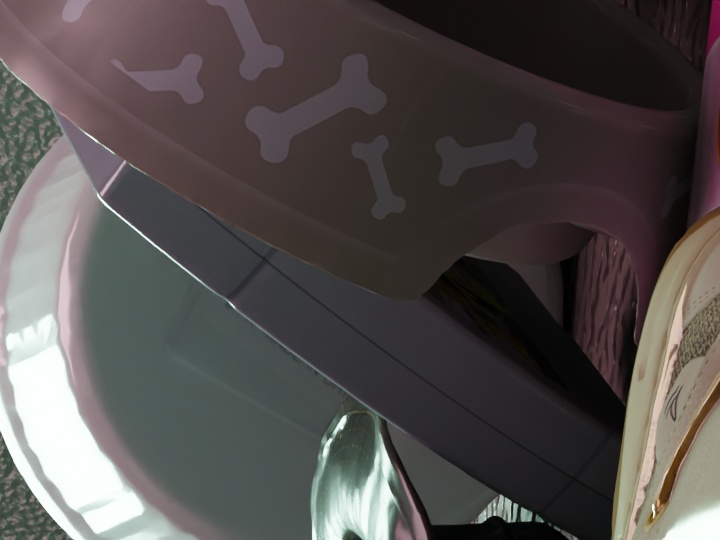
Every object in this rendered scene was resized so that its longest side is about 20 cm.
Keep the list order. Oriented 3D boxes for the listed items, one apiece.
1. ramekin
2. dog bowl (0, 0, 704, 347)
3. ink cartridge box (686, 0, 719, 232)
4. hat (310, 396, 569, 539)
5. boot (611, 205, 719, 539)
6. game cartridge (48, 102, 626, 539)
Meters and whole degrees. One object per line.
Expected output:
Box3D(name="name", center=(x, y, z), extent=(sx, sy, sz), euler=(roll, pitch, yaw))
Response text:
Box3D(name="ramekin", center=(-0.026, 0.018, 0.990), extent=(0.098, 0.200, 0.201), euler=(154, 122, -73))
Box3D(name="dog bowl", center=(0.002, -0.056, 0.719), extent=(0.059, 0.200, 0.200), euler=(-62, 13, 17))
Box3D(name="ink cartridge box", center=(0.101, -0.032, 0.633), extent=(0.095, 0.037, 0.201), euler=(-158, 76, -84))
Box3D(name="hat", center=(0.036, 0.132, 0.796), extent=(0.201, 0.081, 0.201), euler=(178, 90, -79))
Box3D(name="boot", center=(0.086, 0.086, 0.505), extent=(0.155, 0.072, 0.201), euler=(-172, 89, -81))
Box3D(name="game cartridge", center=(0.000, 0.000, 0.788), extent=(0.041, 0.200, 0.133), euler=(-47, 32, 13))
